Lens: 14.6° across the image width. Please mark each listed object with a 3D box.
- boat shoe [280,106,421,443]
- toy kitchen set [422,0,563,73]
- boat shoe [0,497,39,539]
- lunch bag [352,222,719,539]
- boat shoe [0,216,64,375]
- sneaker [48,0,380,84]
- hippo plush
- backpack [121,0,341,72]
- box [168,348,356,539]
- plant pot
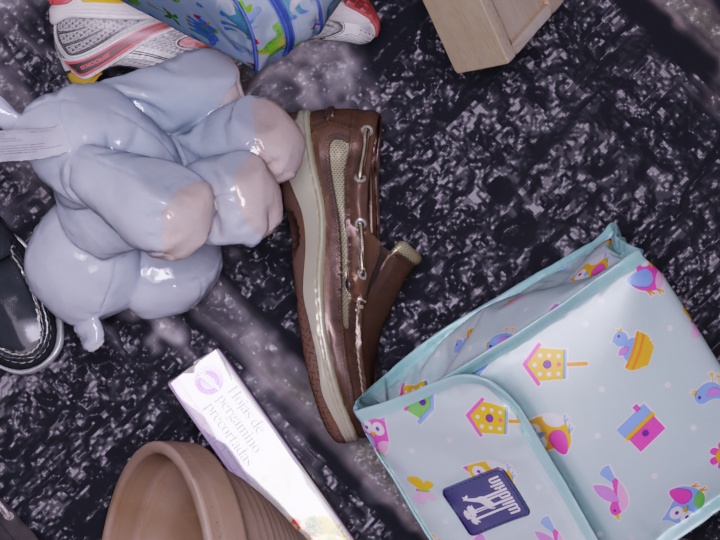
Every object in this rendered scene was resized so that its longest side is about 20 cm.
[{"bbox_3d":[-0.001,0.000,1.680,0.075,0.075,0.203,-9,87,6],"label":"boat shoe"},{"bbox_3d":[0.019,-0.237,1.703,0.180,0.163,0.200,-9,117,37],"label":"toy kitchen set"},{"bbox_3d":[-0.242,0.156,1.691,0.067,0.057,0.200,-43,83,19],"label":"boat shoe"},{"bbox_3d":[0.116,0.096,1.645,0.200,0.122,0.170,-33,103,-1],"label":"lunch bag"},{"bbox_3d":[-0.251,-0.023,1.691,0.076,0.060,0.200,-39,88,-2],"label":"boat shoe"},{"bbox_3d":[-0.088,-0.146,1.700,0.200,0.078,0.082,0,107,0],"label":"sneaker"},{"bbox_3d":[-0.135,-0.022,1.629,0.200,0.161,0.159,-7,44,-24],"label":"hippo plush"},{"bbox_3d":[-0.092,-0.205,1.593,0.200,0.163,0.154,18,66,3],"label":"backpack"},{"bbox_3d":[-0.043,0.138,1.692,0.039,0.041,0.200,-35,87,-3],"label":"box"},{"bbox_3d":[-0.080,0.199,1.627,0.093,0.201,0.201,2,87,-24],"label":"plant pot"}]
